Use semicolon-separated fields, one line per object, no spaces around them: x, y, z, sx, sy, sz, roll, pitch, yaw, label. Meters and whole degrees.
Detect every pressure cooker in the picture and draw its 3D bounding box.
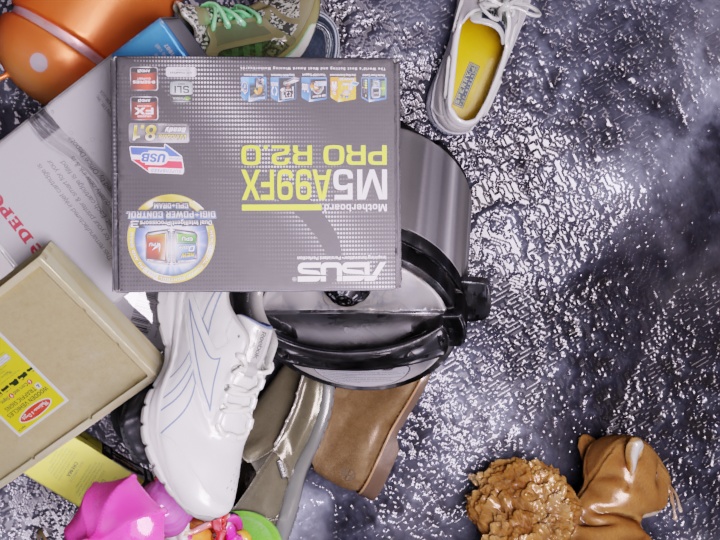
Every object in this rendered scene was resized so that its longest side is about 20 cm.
-0.001;-0.002;0.983;0.178;0.201;0.176;34;129;-25;pressure cooker

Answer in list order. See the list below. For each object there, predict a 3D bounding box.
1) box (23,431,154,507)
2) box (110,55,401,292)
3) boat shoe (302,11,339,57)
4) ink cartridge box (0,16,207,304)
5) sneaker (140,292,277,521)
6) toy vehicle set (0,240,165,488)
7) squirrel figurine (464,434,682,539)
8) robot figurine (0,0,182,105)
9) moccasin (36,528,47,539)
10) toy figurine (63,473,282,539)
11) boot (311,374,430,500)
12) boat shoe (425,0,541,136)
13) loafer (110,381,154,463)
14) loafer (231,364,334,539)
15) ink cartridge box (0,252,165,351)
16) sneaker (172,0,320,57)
-0.266;0.141;1.019;0.199;0.075;0.050;33;84;-10;box
-0.071;-0.065;0.855;0.198;0.044;0.162;0;90;-5;box
-0.072;-0.135;1.041;0.071;0.091;0.201;31;85;-11;boat shoe
-0.178;-0.073;0.930;0.199;0.084;0.145;-35;101;8;ink cartridge box
-0.103;0.076;0.882;0.074;0.087;0.201;23;58;-50;sneaker
-0.260;0.080;0.924;0.199;0.027;0.124;-34;109;21;toy vehicle set
0.194;0.229;1.090;0.199;0.141;0.188;19;81;-14;squirrel figurine
-0.215;-0.210;0.997;0.116;0.144;0.201;30;85;16;robot figurine
-0.268;0.265;1.026;0.200;0.074;0.078;-23;104;-3;moccasin
-0.143;0.212;0.915;0.149;0.185;0.200;22;53;26;toy figurine
0.016;0.096;1.081;0.075;0.074;0.201;23;90;-5;boot
0.112;-0.219;1.080;0.074;0.086;0.203;21;88;-12;boat shoe
-0.163;0.117;0.975;0.070;0.201;0.069;-21;95;3;loafer
-0.075;0.145;1.057;0.069;0.075;0.201;16;89;-16;loafer
-0.222;-0.010;1.025;0.199;0.067;0.117;16;90;-12;ink cartridge box
-0.112;-0.188;0.998;0.200;0.077;0.089;-46;133;-19;sneaker
